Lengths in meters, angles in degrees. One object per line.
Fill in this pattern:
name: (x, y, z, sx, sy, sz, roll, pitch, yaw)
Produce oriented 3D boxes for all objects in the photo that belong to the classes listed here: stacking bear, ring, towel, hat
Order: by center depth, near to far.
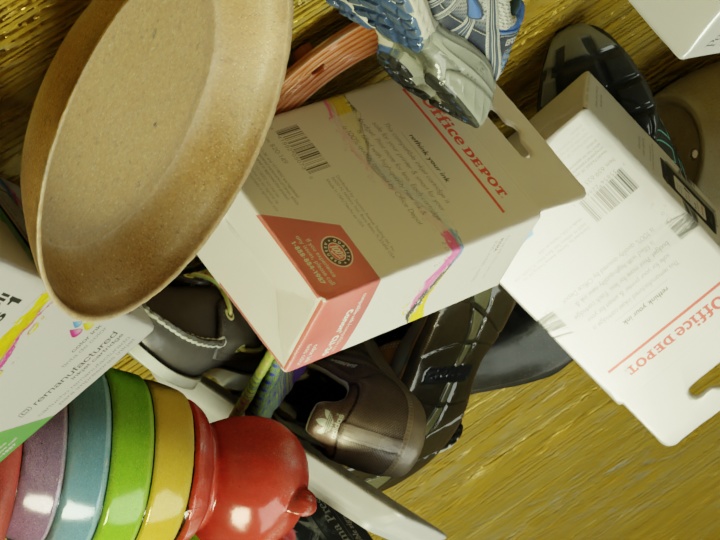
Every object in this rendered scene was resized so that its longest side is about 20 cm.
stacking bear: (-0.125, 0.113, 1.385, 0.199, 0.121, 0.114, 8, 105, -20)
ring: (-0.010, -0.087, 1.392, 0.200, 0.019, 0.201, -33, 159, -15)
towel: (0.000, 0.000, 1.458, 0.200, 0.023, 0.144, -49, 174, -46)
hat: (0.079, 0.002, 1.640, 0.200, 0.081, 0.201, -19, 143, -15)

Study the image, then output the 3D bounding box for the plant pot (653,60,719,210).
plant pot: (0.248, -0.059, 1.667, 0.134, 0.201, 0.201, 11, 133, -35)

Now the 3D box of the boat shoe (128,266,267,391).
boat shoe: (-0.091, 0.026, 1.433, 0.061, 0.072, 0.201, -46, 166, 9)

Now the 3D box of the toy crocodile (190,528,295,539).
toy crocodile: (-0.073, 0.145, 1.500, 0.062, 0.200, 0.068, -40, 124, 2)

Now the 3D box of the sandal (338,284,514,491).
sandal: (0.030, 0.063, 1.575, 0.081, 0.055, 0.201, 0, 125, -41)

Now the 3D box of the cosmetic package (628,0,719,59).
cosmetic package: (0.250, -0.232, 1.362, 0.199, 0.123, 0.200, -12, 148, -47)

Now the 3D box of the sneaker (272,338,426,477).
sneaker: (-0.028, 0.067, 1.536, 0.075, 0.200, 0.071, 20, 95, -27)

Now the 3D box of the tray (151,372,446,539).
tray: (-0.044, 0.111, 1.506, 0.022, 0.199, 0.107, -58, 159, -1)

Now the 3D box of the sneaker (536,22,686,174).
sneaker: (0.161, -0.066, 1.552, 0.075, 0.201, 0.079, -17, -157, 13)

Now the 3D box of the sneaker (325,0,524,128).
sneaker: (0.032, -0.153, 1.261, 0.085, 0.077, 0.200, -57, 154, -8)

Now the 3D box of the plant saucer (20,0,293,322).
plant saucer: (-0.102, -0.074, 1.169, 0.200, 0.035, 0.201, -49, 154, -33)

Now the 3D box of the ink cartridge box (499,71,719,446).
ink cartridge box: (0.160, -0.005, 1.500, 0.116, 0.200, 0.067, -40, -165, 20)

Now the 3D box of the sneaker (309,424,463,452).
sneaker: (-0.009, 0.116, 1.778, 0.199, 0.074, 0.080, -9, 160, -45)

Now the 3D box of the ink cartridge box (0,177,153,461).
ink cartridge box: (-0.211, 0.026, 1.208, 0.145, 0.084, 0.200, -40, 159, 8)

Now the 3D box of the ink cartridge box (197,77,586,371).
ink cartridge box: (0.013, -0.035, 1.346, 0.199, 0.117, 0.068, -20, 153, -37)

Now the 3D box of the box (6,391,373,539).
box: (-0.093, 0.198, 1.605, 0.182, 0.200, 0.104, -17, 153, -45)
